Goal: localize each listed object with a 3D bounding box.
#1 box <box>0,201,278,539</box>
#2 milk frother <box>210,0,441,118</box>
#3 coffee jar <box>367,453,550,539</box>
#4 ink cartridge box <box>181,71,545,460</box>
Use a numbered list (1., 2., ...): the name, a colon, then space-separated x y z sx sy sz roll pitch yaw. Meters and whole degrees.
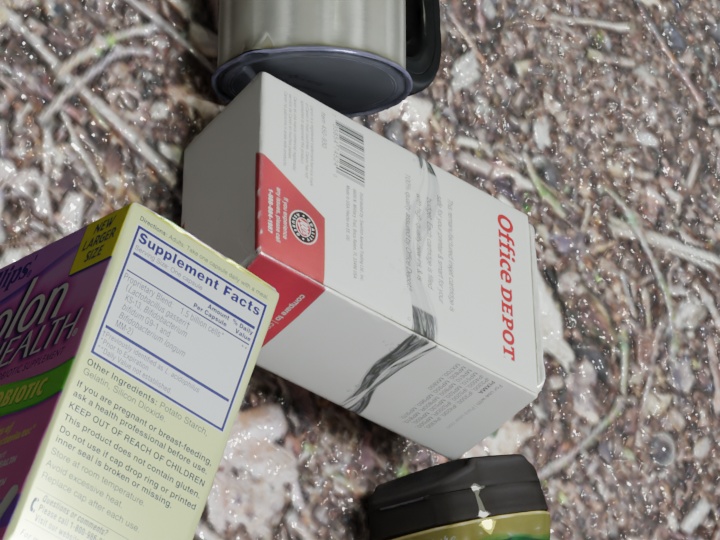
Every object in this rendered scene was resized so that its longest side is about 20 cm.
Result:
1. box: -0.154 0.091 1.483 0.097 0.176 0.200 33 60 -24
2. milk frother: 0.022 -0.199 1.686 0.180 0.200 0.189 12 69 -37
3. coffee jar: 0.068 0.207 1.654 0.085 0.104 0.201 -2 78 -43
4. ink cartridge box: 0.000 0.000 1.655 0.200 0.083 0.147 28 40 -27
